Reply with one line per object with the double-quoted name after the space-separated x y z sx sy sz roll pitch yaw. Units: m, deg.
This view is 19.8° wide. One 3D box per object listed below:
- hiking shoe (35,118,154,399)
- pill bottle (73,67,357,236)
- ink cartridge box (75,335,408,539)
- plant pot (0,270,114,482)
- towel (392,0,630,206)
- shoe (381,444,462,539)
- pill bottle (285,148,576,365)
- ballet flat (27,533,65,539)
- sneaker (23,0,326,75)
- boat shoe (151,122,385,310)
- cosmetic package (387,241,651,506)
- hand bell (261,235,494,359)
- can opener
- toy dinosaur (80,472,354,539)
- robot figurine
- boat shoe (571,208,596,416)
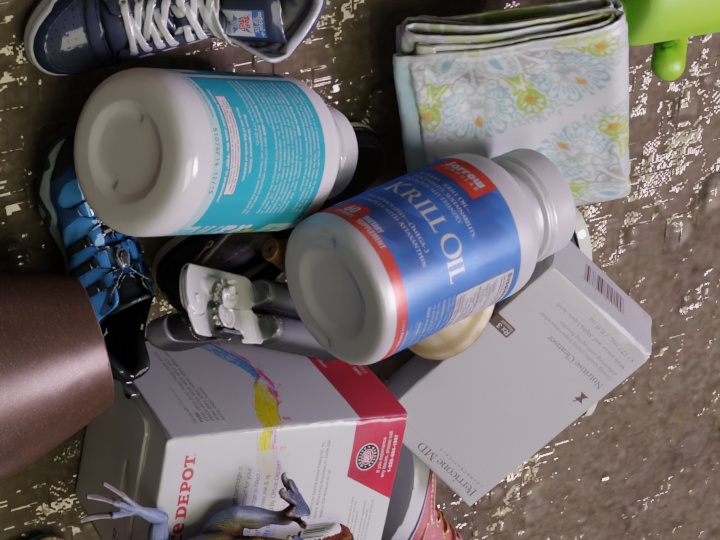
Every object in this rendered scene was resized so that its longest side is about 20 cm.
-0.173 -0.013 1.438 0.074 0.087 0.200 -27 134 -36 "hiking shoe"
-0.090 -0.080 1.401 0.200 0.111 0.111 -4 122 -51 "pill bottle"
-0.094 0.142 1.551 0.200 0.145 0.145 -3 119 -30 "ink cartridge box"
-0.273 0.073 1.365 0.200 0.187 0.187 -17 126 -18 "plant pot"
0.115 -0.114 1.526 0.171 0.048 0.200 -6 139 3 "towel"
0.048 0.215 1.737 0.091 0.071 0.200 -6 126 -30 "shoe"
0.055 -0.018 1.459 0.200 0.112 0.112 -26 130 -35 "pill bottle"
-0.292 0.286 1.574 0.200 0.065 0.071 -43 131 -2 "ballet flat"
-0.118 -0.169 1.368 0.200 0.109 0.070 -24 127 -17 "sneaker"
-0.059 -0.033 1.521 0.201 0.063 0.074 -36 128 -9 "boat shoe"
0.121 0.078 1.624 0.113 0.081 0.200 41 112 -9 "cosmetic package"
0.000 0.000 1.526 0.200 0.104 0.104 15 110 -47 "hand bell"
-0.076 0.034 1.493 0.066 0.053 0.200 -21 162 32 "can opener"
-0.116 0.224 1.445 0.181 0.105 0.200 -28 144 15 "toy dinosaur"
0.243 -0.233 1.541 0.200 0.116 0.176 -11 138 -24 "robot figurine"
0.157 0.039 1.686 0.062 0.075 0.200 -21 126 -21 "boat shoe"
